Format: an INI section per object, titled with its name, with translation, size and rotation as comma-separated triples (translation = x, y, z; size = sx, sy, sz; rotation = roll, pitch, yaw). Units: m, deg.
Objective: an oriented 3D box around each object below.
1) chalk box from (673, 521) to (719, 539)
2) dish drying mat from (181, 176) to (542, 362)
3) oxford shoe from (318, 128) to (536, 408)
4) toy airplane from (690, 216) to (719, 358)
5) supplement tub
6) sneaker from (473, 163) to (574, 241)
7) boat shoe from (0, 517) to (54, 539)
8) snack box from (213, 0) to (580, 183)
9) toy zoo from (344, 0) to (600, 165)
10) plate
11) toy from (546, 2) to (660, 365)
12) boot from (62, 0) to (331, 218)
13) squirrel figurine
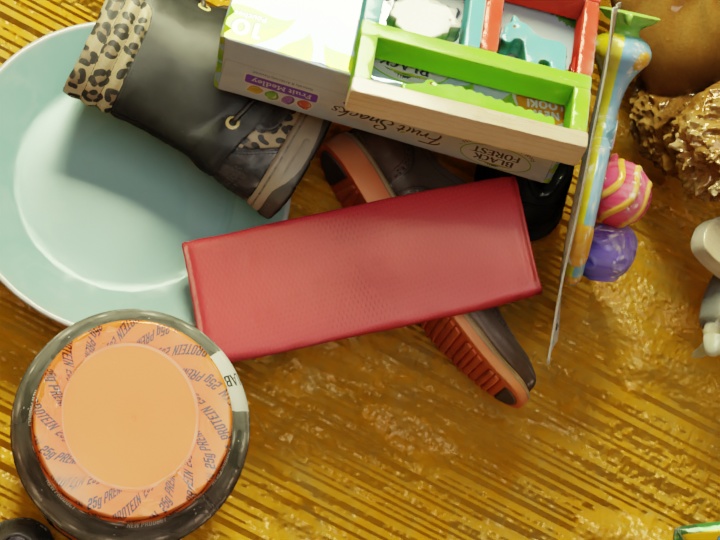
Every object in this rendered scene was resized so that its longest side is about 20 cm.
[chalk box]
translation = 0.249, 0.211, 0.916
size = 0.124, 0.200, 0.125
rotation = -9, 71, 10
[dish drying mat]
translation = 0.000, 0.000, 0.948
size = 0.199, 0.018, 0.077
rotation = -12, 76, 3
[oxford shoe]
translation = 0.057, -0.011, 0.994
size = 0.073, 0.071, 0.201
rotation = -31, 85, -15
[toy airplane]
translation = 0.292, 0.050, 1.000
size = 0.199, 0.141, 0.201
rotation = -12, 69, -49
[supplement tub]
translation = -0.123, 0.089, 0.878
size = 0.122, 0.200, 0.123
rotation = 2, 79, -9
[sneaker]
translation = 0.110, -0.123, 1.014
size = 0.075, 0.091, 0.201
rotation = -1, 78, -7
[boat shoe]
translation = -0.185, 0.239, 0.913
size = 0.066, 0.057, 0.201
rotation = -7, 80, -10
[snack box]
translation = 0.029, -0.144, 0.936
size = 0.199, 0.053, 0.143
rotation = 15, 60, -4
[toy zoo]
translation = 0.069, -0.159, 0.910
size = 0.130, 0.020, 0.201
rotation = 14, 60, -6
[plate]
translation = -0.140, -0.053, 0.983
size = 0.199, 0.026, 0.201
rotation = 5, 71, -14
[toy]
translation = 0.146, -0.052, 0.953
size = 0.047, 0.115, 0.201
rotation = 8, 102, 9
[boot]
translation = -0.076, -0.146, 0.981
size = 0.150, 0.073, 0.201
rotation = 26, 68, -9
[squirrel figurine]
translation = 0.249, -0.130, 0.977
size = 0.141, 0.186, 0.201
rotation = 15, 89, -39
